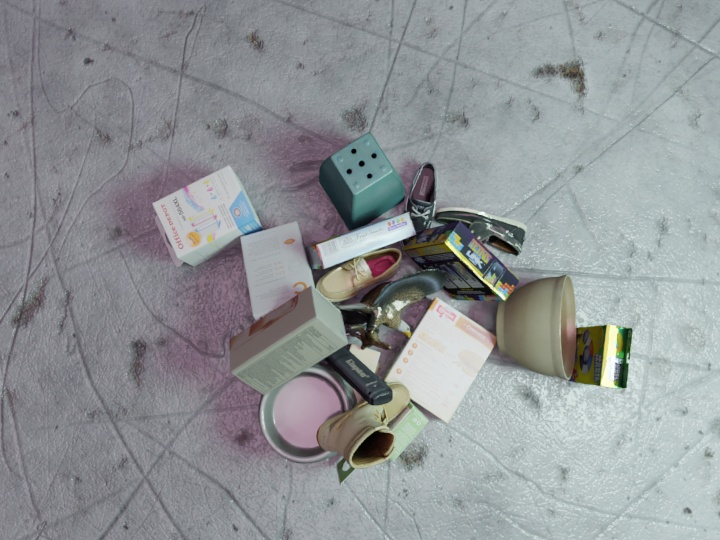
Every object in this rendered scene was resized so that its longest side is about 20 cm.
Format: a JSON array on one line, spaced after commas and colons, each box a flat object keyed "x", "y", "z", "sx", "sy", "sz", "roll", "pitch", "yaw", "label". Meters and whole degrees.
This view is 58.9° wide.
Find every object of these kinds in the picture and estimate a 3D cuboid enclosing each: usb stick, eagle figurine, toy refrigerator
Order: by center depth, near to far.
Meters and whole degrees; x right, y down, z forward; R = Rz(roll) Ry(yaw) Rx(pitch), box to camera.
[{"x": -0.009, "y": 0.192, "z": 1.194, "sx": 0.055, "sy": 0.200, "sz": 0.033, "roll": -7, "pitch": 114, "yaw": -29, "label": "usb stick"}, {"x": 0.064, "y": 0.069, "z": 1.260, "sx": 0.151, "sy": 0.151, "sz": 0.201, "roll": 23, "pitch": 67, "yaw": 32, "label": "eagle figurine"}, {"x": -0.015, "y": 0.255, "z": 1.296, "sx": 0.069, "sy": 0.076, "sz": 0.202, "roll": 16, "pitch": 83, "yaw": 2, "label": "toy refrigerator"}]

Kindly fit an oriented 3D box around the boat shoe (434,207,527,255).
[{"x": 0.249, "y": -0.085, "z": 1.339, "sx": 0.198, "sy": 0.072, "sz": 0.068, "roll": 16, "pitch": 79, "yaw": 0, "label": "boat shoe"}]

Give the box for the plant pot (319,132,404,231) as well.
[{"x": 0.002, "y": -0.189, "z": 1.289, "sx": 0.140, "sy": 0.200, "sz": 0.142, "roll": -32, "pitch": 83, "yaw": -4, "label": "plant pot"}]

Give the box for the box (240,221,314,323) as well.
[{"x": -0.158, "y": 0.019, "z": 1.273, "sx": 0.123, "sy": 0.098, "sz": 0.201, "roll": -15, "pitch": 53, "yaw": -2, "label": "box"}]

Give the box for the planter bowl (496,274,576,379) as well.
[{"x": 0.348, "y": 0.111, "z": 1.269, "sx": 0.133, "sy": 0.200, "sz": 0.203, "roll": -1, "pitch": 82, "yaw": 27, "label": "planter bowl"}]

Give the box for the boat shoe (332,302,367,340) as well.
[{"x": -0.065, "y": 0.091, "z": 1.312, "sx": 0.197, "sy": 0.068, "sz": 0.074, "roll": 9, "pitch": 50, "yaw": 6, "label": "boat shoe"}]

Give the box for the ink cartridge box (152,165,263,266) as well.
[{"x": -0.321, "y": -0.103, "z": 1.316, "sx": 0.198, "sy": 0.125, "sz": 0.130, "roll": -27, "pitch": 84, "yaw": -4, "label": "ink cartridge box"}]

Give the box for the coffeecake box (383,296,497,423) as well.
[{"x": 0.163, "y": 0.181, "z": 1.305, "sx": 0.153, "sy": 0.073, "sz": 0.201, "roll": 33, "pitch": 84, "yaw": 3, "label": "coffeecake box"}]

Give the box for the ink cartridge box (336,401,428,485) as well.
[{"x": 0.039, "y": 0.340, "z": 1.249, "sx": 0.048, "sy": 0.146, "sz": 0.200, "roll": 43, "pitch": 85, "yaw": -2, "label": "ink cartridge box"}]

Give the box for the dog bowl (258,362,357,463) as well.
[{"x": -0.105, "y": 0.274, "z": 1.229, "sx": 0.197, "sy": 0.059, "sz": 0.203, "roll": 0, "pitch": 83, "yaw": 2, "label": "dog bowl"}]

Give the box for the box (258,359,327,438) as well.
[{"x": -0.128, "y": 0.234, "z": 1.301, "sx": 0.064, "sy": 0.070, "sz": 0.201, "roll": 28, "pitch": 84, "yaw": 4, "label": "box"}]

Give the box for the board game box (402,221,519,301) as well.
[{"x": 0.190, "y": -0.013, "z": 1.246, "sx": 0.165, "sy": 0.200, "sz": 0.057, "roll": 44, "pitch": 76, "yaw": -13, "label": "board game box"}]

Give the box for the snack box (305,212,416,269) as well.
[{"x": -0.003, "y": -0.058, "z": 1.283, "sx": 0.198, "sy": 0.142, "sz": 0.054, "roll": -20, "pitch": 95, "yaw": -12, "label": "snack box"}]

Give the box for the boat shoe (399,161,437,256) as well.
[{"x": 0.126, "y": -0.130, "z": 1.347, "sx": 0.071, "sy": 0.068, "sz": 0.202, "roll": 15, "pitch": 84, "yaw": 2, "label": "boat shoe"}]

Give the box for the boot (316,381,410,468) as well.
[{"x": 0.033, "y": 0.273, "z": 1.136, "sx": 0.198, "sy": 0.155, "sz": 0.074, "roll": -24, "pitch": 100, "yaw": -23, "label": "boot"}]

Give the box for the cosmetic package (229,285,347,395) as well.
[{"x": -0.135, "y": 0.130, "z": 1.174, "sx": 0.199, "sy": 0.103, "sz": 0.088, "roll": -32, "pitch": 41, "yaw": 14, "label": "cosmetic package"}]

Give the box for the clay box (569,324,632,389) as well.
[{"x": 0.466, "y": 0.167, "z": 1.243, "sx": 0.047, "sy": 0.200, "sz": 0.116, "roll": 8, "pitch": 82, "yaw": 1, "label": "clay box"}]

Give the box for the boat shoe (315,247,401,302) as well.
[{"x": 0.000, "y": 0.000, "z": 1.294, "sx": 0.199, "sy": 0.069, "sz": 0.074, "roll": -25, "pitch": 72, "yaw": -30, "label": "boat shoe"}]
